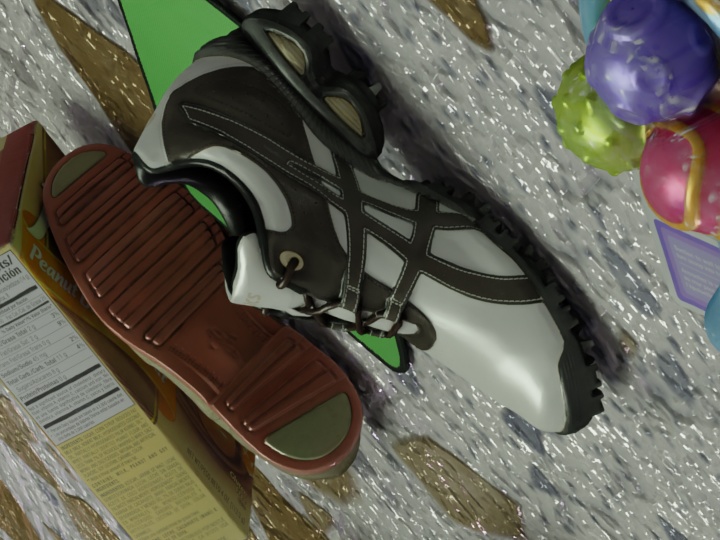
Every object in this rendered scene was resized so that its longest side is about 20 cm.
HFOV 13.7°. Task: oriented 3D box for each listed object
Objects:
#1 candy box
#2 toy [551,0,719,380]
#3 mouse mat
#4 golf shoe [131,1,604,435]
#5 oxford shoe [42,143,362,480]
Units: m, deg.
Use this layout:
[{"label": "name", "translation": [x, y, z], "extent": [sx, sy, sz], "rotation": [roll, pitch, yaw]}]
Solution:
[{"label": "candy box", "translation": [-0.126, 0.039, 1.457], "extent": [0.200, 0.055, 0.116], "rotation": [53, -161, -26]}, {"label": "toy", "translation": [0.094, -0.035, 0.875], "extent": [0.115, 0.047, 0.200], "rotation": [29, 153, 47]}, {"label": "mouse mat", "translation": [-0.045, -0.052, 1.264], "extent": [0.161, 0.008, 0.200], "rotation": [40, 159, 31]}, {"label": "golf shoe", "translation": [0.000, 0.000, 1.106], "extent": [0.200, 0.094, 0.078], "rotation": [45, 160, 7]}, {"label": "oxford shoe", "translation": [-0.076, 0.026, 1.402], "extent": [0.200, 0.071, 0.074], "rotation": [50, 172, 15]}]
